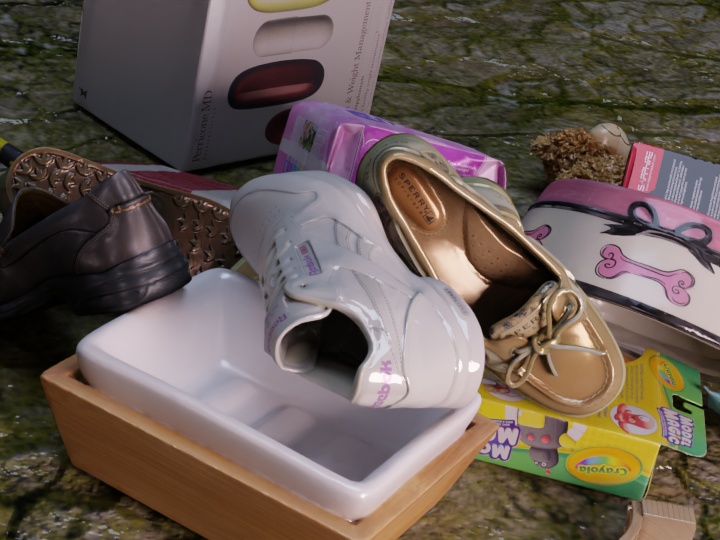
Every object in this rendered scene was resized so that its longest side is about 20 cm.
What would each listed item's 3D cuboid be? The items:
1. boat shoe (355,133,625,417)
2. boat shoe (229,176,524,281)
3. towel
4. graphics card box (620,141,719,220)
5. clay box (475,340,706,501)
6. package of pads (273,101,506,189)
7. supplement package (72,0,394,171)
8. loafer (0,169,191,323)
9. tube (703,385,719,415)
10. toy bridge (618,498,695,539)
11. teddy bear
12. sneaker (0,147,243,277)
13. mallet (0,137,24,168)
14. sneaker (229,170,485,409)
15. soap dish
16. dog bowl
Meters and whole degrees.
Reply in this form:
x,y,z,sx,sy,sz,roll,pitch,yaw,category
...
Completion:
x,y,z,sx,sy,sz,roll,pitch,yaw,category
0.072,0.009,0.954,0.200,0.073,0.063,44,3,-7,boat shoe
0.002,0.002,1.033,0.199,0.074,0.063,-18,16,3,boat shoe
-0.071,-0.037,1.160,0.199,0.023,0.144,17,5,9,towel
0.272,-0.004,1.207,0.199,0.051,0.126,15,64,6,graphics card box
0.107,0.076,1.045,0.199,0.048,0.115,15,27,2,clay box
0.016,-0.063,1.159,0.120,0.076,0.200,13,6,-13,package of pads
-0.093,-0.203,1.334,0.199,0.192,0.147,-16,37,-43,supplement package
-0.179,-0.014,0.987,0.199,0.073,0.073,-8,13,39,loafer
0.306,0.117,1.056,0.199,0.051,0.077,22,-13,18,tube
0.148,0.180,0.885,0.067,0.027,0.200,11,26,-2,toy bridge
0.209,-0.057,1.328,0.144,0.067,0.200,11,28,-10,teddy bear
-0.140,-0.018,1.090,0.199,0.067,0.090,25,-16,-20,sneaker
-0.257,-0.078,1.202,0.200,0.066,0.041,39,35,15,mallet
-0.022,0.006,0.910,0.099,0.075,0.200,-7,34,-38,sneaker
-0.048,0.085,0.920,0.199,0.082,0.157,24,28,22,soap dish
0.183,0.008,1.075,0.199,0.074,0.200,21,-7,3,dog bowl
